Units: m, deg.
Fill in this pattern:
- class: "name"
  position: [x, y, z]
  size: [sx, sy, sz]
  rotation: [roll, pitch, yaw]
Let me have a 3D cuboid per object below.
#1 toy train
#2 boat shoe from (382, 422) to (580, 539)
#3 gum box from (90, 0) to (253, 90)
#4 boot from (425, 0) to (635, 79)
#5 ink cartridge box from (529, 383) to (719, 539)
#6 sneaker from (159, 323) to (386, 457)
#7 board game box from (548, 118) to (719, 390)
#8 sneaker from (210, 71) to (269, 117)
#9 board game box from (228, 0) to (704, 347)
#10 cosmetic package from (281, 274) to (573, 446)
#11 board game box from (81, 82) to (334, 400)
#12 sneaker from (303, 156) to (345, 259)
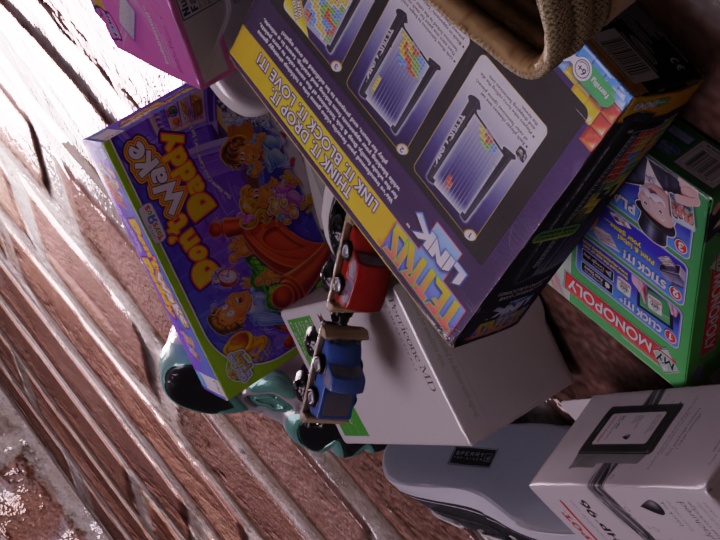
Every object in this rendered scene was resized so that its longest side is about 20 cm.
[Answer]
- class: "toy train"
  position: [0.000, 0.000, 0.792]
  size: [0.046, 0.034, 0.203]
  rotation: [38, 119, 54]
- class: "boat shoe"
  position: [0.100, 0.143, 0.892]
  size: [0.198, 0.074, 0.068]
  rotation: [-2, 140, 45]
- class: "gum box"
  position: [-0.113, -0.199, 0.752]
  size: [0.113, 0.066, 0.202]
  rotation: [29, 144, 50]
- class: "boot"
  position: [0.054, -0.174, 0.469]
  size: [0.201, 0.155, 0.073]
  rotation: [57, 158, 3]
- class: "ink cartridge box"
  position: [0.165, 0.121, 0.703]
  size: [0.116, 0.068, 0.200]
  rotation: [45, 160, -10]
- class: "sneaker"
  position: [-0.054, 0.057, 1.109]
  size: [0.198, 0.141, 0.078]
  rotation: [22, 131, -19]
- class: "board game box"
  position: [0.102, -0.046, 0.706]
  size: [0.200, 0.029, 0.136]
  rotation: [42, 154, 35]
- class: "sneaker"
  position: [-0.105, -0.186, 0.924]
  size: [0.202, 0.072, 0.112]
  rotation: [66, 162, 2]
- class: "board game box"
  position: [0.038, -0.094, 0.658]
  size: [0.201, 0.056, 0.166]
  rotation: [53, 136, 21]
- class: "cosmetic package"
  position: [0.036, 0.045, 0.895]
  size: [0.109, 0.084, 0.200]
  rotation: [63, 159, -4]
- class: "board game box"
  position: [-0.088, -0.032, 0.992]
  size: [0.045, 0.134, 0.202]
  rotation: [14, 132, 60]
- class: "sneaker"
  position: [-0.006, -0.089, 0.839]
  size: [0.079, 0.073, 0.202]
  rotation: [45, 150, 51]
